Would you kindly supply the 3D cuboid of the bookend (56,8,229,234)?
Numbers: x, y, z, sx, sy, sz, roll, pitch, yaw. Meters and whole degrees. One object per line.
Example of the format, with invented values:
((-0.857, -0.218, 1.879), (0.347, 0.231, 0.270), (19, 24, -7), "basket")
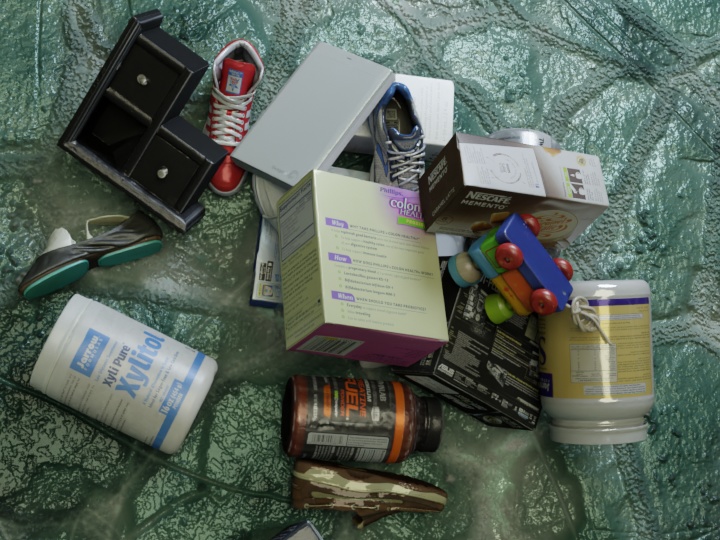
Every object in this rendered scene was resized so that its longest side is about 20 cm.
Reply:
((-0.244, -0.189, 1.631), (0.200, 0.092, 0.199), (36, 110, -2), "bookend")

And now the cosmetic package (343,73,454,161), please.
((0.024, -0.215, 1.756), (0.199, 0.074, 0.102), (5, 76, -12), "cosmetic package")

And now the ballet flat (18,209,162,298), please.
((-0.352, -0.026, 1.641), (0.199, 0.068, 0.069), (-21, 72, -26), "ballet flat")

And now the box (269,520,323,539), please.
((-0.122, 0.404, 1.542), (0.200, 0.148, 0.107), (-34, 86, -17), "box")

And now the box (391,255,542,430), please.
((0.157, 0.095, 1.663), (0.200, 0.086, 0.165), (30, 71, -34), "box")

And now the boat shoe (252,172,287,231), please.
((-0.076, -0.061, 1.645), (0.074, 0.086, 0.203), (-23, 82, -16), "boat shoe")

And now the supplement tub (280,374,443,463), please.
((0.002, 0.191, 1.641), (0.199, 0.107, 0.108), (5, 76, -11), "supplement tub")

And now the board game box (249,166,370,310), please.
((-0.039, -0.039, 1.717), (0.198, 0.043, 0.201), (9, 75, -9), "board game box")

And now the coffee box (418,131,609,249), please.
((0.186, -0.095, 1.574), (0.199, 0.114, 0.080), (7, 58, -22), "coffee box")

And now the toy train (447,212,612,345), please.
((0.202, 0.036, 1.557), (0.200, 0.115, 0.085), (52, 41, -13), "toy train")

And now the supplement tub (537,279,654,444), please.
((0.299, 0.114, 1.630), (0.145, 0.145, 0.201), (-2, 89, -12), "supplement tub")

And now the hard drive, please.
((-0.062, -0.198, 1.659), (0.132, 0.026, 0.200), (27, 74, 33), "hard drive")

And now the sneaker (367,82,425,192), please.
((0.050, -0.151, 1.669), (0.077, 0.085, 0.201), (-9, 83, -13), "sneaker")

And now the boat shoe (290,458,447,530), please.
((0.008, 0.295, 1.643), (0.201, 0.075, 0.075), (12, 89, -3), "boat shoe")

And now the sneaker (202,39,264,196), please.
((-0.170, -0.206, 1.691), (0.071, 0.112, 0.201), (5, 76, -10), "sneaker")

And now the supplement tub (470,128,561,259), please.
((0.210, -0.078, 1.721), (0.122, 0.123, 0.201), (10, 63, -10), "supplement tub")

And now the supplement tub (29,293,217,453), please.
((-0.289, 0.128, 1.580), (0.199, 0.132, 0.132), (26, 73, -6), "supplement tub")

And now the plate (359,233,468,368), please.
((0.076, 0.020, 1.698), (0.199, 0.032, 0.201), (-4, 82, -32), "plate")

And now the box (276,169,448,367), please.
((0.000, 0.000, 1.554), (0.175, 0.097, 0.201), (10, 63, -31), "box")
